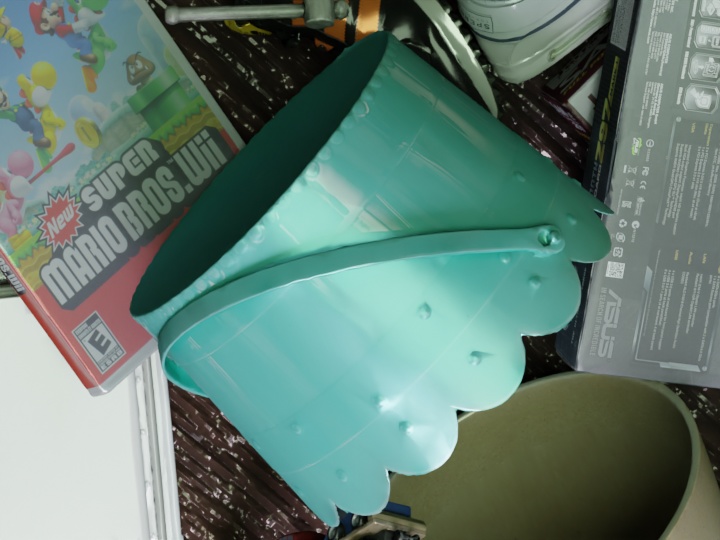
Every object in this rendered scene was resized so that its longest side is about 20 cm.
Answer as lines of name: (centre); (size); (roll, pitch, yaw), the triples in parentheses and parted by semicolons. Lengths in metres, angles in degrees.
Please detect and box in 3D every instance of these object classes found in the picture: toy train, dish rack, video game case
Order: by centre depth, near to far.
video game case: (-0.134, -0.062, 1.339); (0.143, 0.017, 0.200); (-42, 104, -30)
toy train: (-0.029, 0.148, 1.347); (0.034, 0.200, 0.046); (18, 60, -27)
dish rack: (-0.175, 0.099, 1.371); (0.170, 0.044, 0.201); (-6, 99, -7)

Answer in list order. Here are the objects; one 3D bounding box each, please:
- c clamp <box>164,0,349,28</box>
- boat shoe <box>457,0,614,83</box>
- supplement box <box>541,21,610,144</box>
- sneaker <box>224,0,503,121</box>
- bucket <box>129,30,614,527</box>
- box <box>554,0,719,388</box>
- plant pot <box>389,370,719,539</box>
c clamp: (0.000, -0.205, 1.304); (0.170, 0.027, 0.201); (5, 76, -9)
boat shoe: (0.126, -0.170, 1.373); (0.200, 0.074, 0.067); (-37, 142, -13)
supplement box: (0.198, -0.054, 1.401); (0.109, 0.061, 0.200); (-45, 102, 2)
sneaker: (-0.016, -0.130, 1.357); (0.090, 0.070, 0.200); (-38, 97, 4)
bucket: (0.000, 0.000, 1.289); (0.135, 0.207, 0.207); (42, 91, -12)
box: (0.187, -0.043, 1.341); (0.157, 0.051, 0.201); (6, 102, -11)
plant pot: (0.120, 0.184, 1.381); (0.187, 0.187, 0.200); (-34, 121, -2)
